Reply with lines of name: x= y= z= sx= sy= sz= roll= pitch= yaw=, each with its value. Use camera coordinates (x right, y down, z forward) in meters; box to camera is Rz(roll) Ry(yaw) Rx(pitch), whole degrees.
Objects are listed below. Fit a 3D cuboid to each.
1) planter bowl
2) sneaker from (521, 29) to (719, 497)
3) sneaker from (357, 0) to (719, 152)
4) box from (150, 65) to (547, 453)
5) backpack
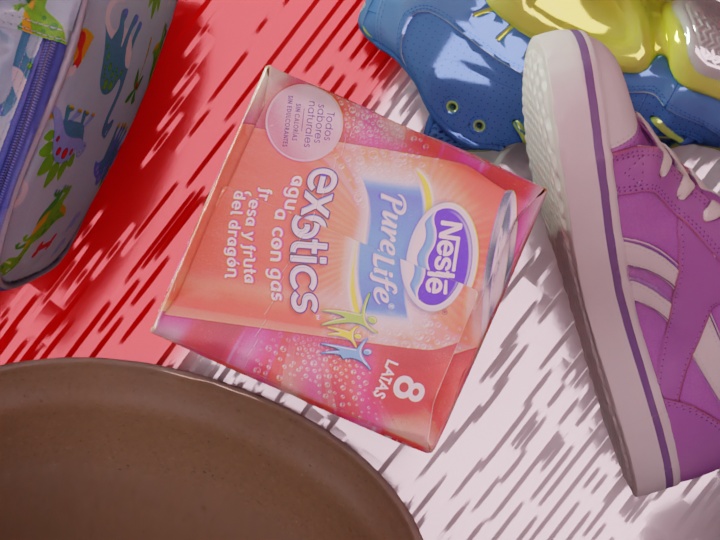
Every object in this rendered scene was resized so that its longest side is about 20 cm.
planter bowl: x=-0.088 y=0.142 z=0.786 sx=0.200 sy=0.200 sz=0.135 roll=19 pitch=118 yaw=3
sneaker: x=0.129 y=-0.015 z=0.794 sx=0.114 sy=0.073 sz=0.201 roll=-19 pitch=126 yaw=3
sneaker: x=0.087 y=-0.073 z=0.833 sx=0.200 sy=0.076 sz=0.105 roll=36 pitch=108 yaw=5
box: x=0.000 y=0.000 z=0.763 sx=0.103 sy=0.200 sz=0.095 roll=23 pitch=89 yaw=2
backpack: x=-0.162 y=-0.068 z=0.781 sx=0.147 sy=0.183 sz=0.200 roll=29 pitch=96 yaw=4
